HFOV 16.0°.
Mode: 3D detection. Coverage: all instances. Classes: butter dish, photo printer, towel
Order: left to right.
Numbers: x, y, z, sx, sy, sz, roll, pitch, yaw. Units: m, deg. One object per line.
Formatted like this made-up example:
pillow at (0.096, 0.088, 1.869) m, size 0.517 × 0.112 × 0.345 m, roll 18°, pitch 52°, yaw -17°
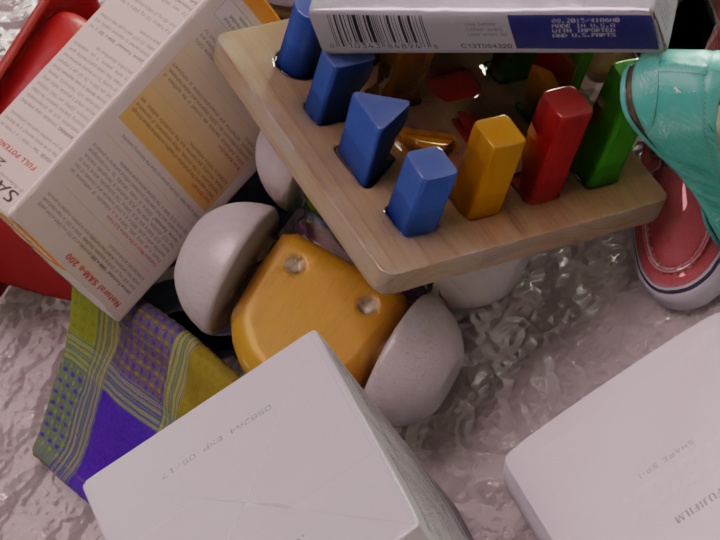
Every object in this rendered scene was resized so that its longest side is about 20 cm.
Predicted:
butter dish at (-0.172, -0.061, 1.670) m, size 0.148 × 0.200 × 0.200 m, roll 26°, pitch 72°, yaw 15°
towel at (-0.133, 0.096, 1.559) m, size 0.200 × 0.023 × 0.144 m, roll 38°, pitch 119°, yaw 42°
photo printer at (0.186, 0.137, 1.372) m, size 0.166 × 0.069 × 0.200 m, roll -33°, pitch 47°, yaw 3°

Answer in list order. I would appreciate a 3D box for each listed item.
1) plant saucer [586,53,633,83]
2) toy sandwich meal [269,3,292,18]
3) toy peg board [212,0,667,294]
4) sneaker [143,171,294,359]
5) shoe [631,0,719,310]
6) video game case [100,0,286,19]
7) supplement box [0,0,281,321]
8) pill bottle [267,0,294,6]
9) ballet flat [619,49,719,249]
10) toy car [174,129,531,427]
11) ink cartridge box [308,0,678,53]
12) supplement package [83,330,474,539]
plant saucer at (0.169, -0.212, 1.553) m, size 0.035 × 0.200 × 0.200 m, roll 27°, pitch 71°, yaw 20°
toy sandwich meal at (-0.029, -0.256, 1.767) m, size 0.204 × 0.070 × 0.206 m, roll 1°, pitch 72°, yaw -3°
toy peg board at (0.054, -0.110, 1.454) m, size 0.199 × 0.098 × 0.200 m, roll -15°, pitch 53°, yaw -31°
sneaker at (-0.084, 0.005, 1.624) m, size 0.200 × 0.075 × 0.084 m, roll -52°, pitch 47°, yaw -1°
shoe at (0.189, -0.081, 1.518) m, size 0.071 × 0.091 × 0.201 m, roll -4°, pitch 55°, yaw 27°
video game case at (-0.063, -0.139, 1.695) m, size 0.143 × 0.018 × 0.200 m, roll -11°, pitch 36°, yaw -33°
supplement box at (-0.129, -0.087, 1.539) m, size 0.200 × 0.126 × 0.073 m, roll -48°, pitch 47°, yaw -7°
pill bottle at (-0.034, -0.281, 1.680) m, size 0.109 × 0.109 × 0.200 m, roll 10°, pitch 69°, yaw 34°
ballet flat at (0.211, -0.058, 1.414) m, size 0.070 × 0.200 × 0.068 m, roll -3°, pitch 62°, yaw 31°
toy car at (0.000, 0.000, 1.531) m, size 0.175 × 0.150 × 0.200 m, roll 29°, pitch 76°, yaw 12°
ink cartridge box at (0.088, -0.205, 1.425) m, size 0.196 × 0.043 × 0.200 m, roll 1°, pitch 55°, yaw 20°
supplement package at (-0.018, 0.171, 1.371) m, size 0.152 × 0.200 × 0.151 m, roll -33°, pitch 48°, yaw 3°
